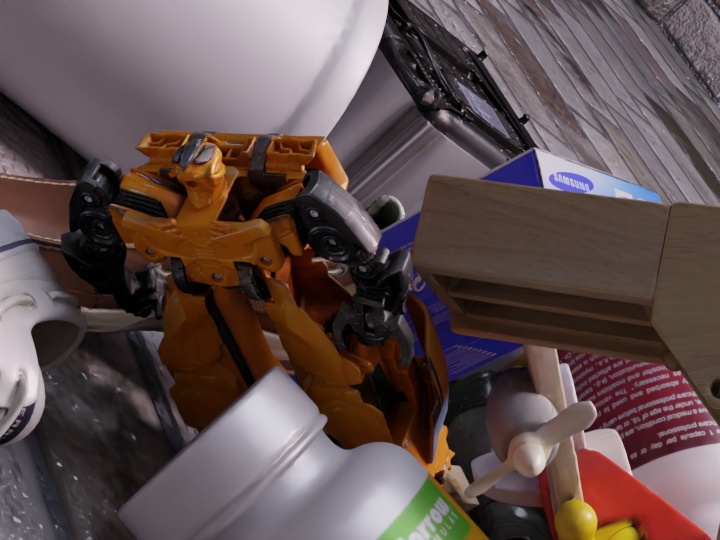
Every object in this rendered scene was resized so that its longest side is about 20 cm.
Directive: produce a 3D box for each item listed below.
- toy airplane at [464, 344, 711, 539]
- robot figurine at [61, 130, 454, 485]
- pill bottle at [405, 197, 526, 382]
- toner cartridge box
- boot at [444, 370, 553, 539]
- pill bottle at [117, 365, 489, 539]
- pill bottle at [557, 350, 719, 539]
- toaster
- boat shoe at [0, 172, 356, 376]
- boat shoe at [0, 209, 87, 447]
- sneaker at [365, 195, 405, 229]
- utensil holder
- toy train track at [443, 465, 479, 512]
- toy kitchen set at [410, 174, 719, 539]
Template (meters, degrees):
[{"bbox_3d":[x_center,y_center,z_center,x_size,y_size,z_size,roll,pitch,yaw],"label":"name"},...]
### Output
[{"bbox_3d":[0.098,0.133,0.951,0.201,0.140,0.199,62,-18,14],"label":"toy airplane"},{"bbox_3d":[-0.034,0.018,0.805,0.201,0.144,0.058,70,33,-44],"label":"robot figurine"},{"bbox_3d":[0.106,0.035,1.259,0.200,0.112,0.112,38,18,-33],"label":"pill bottle"},{"bbox_3d":[0.038,0.012,0.951,0.095,0.199,0.044,14,58,-45],"label":"toner cartridge box"},{"bbox_3d":[0.116,0.147,1.147,0.199,0.068,0.131,29,34,-43],"label":"boot"},{"bbox_3d":[0.006,0.136,0.761,0.200,0.111,0.111,48,16,-1],"label":"pill bottle"},{"bbox_3d":[0.163,0.089,1.095,0.113,0.113,0.201,30,37,-47],"label":"pill bottle"},{"bbox_3d":[0.024,-0.094,1.334,0.200,0.119,0.181,31,23,-48],"label":"toaster"},{"bbox_3d":[-0.086,-0.016,0.873,0.199,0.072,0.076,13,31,-29],"label":"boat shoe"},{"bbox_3d":[-0.139,0.031,0.710,0.070,0.071,0.200,45,9,-2],"label":"boat shoe"},{"bbox_3d":[0.000,0.000,1.103,0.077,0.089,0.200,50,16,7],"label":"sneaker"},{"bbox_3d":[-0.114,-0.140,0.997,0.200,0.170,0.170,37,19,-25],"label":"utensil holder"},{"bbox_3d":[0.011,0.108,0.977,0.115,0.032,0.200,63,15,15],"label":"toy train track"},{"bbox_3d":[0.111,0.092,0.813,0.179,0.202,0.163,8,-15,20],"label":"toy kitchen set"}]
